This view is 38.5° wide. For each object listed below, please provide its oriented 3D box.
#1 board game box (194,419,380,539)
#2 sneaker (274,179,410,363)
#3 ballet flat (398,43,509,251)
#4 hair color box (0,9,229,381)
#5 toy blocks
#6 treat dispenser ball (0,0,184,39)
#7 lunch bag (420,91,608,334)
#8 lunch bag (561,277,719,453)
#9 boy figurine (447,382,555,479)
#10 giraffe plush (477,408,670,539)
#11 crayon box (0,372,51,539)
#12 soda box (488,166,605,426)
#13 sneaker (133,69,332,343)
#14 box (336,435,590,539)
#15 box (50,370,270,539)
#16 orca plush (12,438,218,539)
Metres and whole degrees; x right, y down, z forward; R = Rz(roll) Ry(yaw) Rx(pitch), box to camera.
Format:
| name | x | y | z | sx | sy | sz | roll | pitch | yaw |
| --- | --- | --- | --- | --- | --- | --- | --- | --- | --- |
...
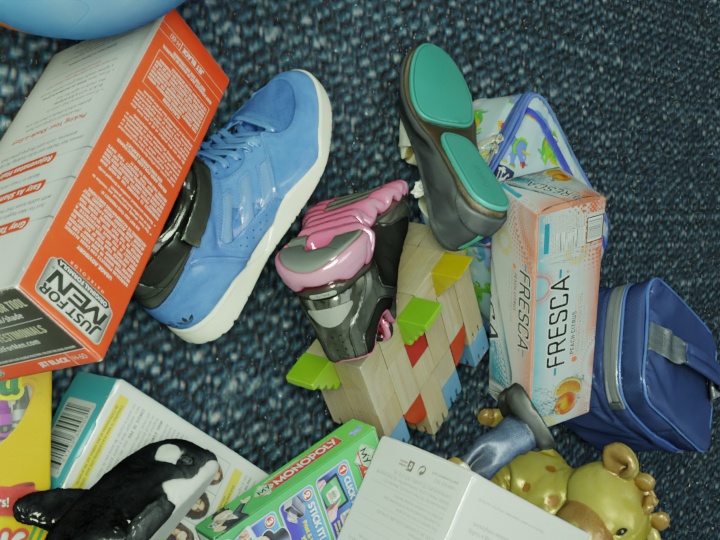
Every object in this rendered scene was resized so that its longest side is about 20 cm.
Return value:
| name | x | y | z | sx | sy | sz | roll | pitch | yaw |
| --- | --- | --- | --- | --- | --- | --- | --- | --- | --- |
| board game box | -0.019 | 0.222 | 0.697 | 0.134 | 0.029 | 0.203 | -30 | 113 | -32 |
| sneaker | 0.000 | 0.000 | 0.725 | 0.200 | 0.078 | 0.097 | -55 | 126 | -64 |
| ballet flat | 0.060 | -0.094 | 0.808 | 0.073 | 0.073 | 0.202 | 33 | 31 | -42 |
| hair color box | -0.151 | -0.043 | 0.545 | 0.061 | 0.100 | 0.202 | 50 | 42 | -36 |
| toy blocks | 0.036 | 0.066 | 0.804 | 0.201 | 0.099 | 0.138 | -51 | 138 | -35 |
| treat dispenser ball | -0.147 | -0.217 | 0.502 | 0.199 | 0.199 | 0.205 | -3 | 95 | -46 |
| lunch bag | 0.143 | -0.046 | 0.911 | 0.201 | 0.082 | 0.162 | 54 | 53 | -35 |
| lunch bag | 0.277 | 0.101 | 1.013 | 0.199 | 0.131 | 0.138 | 33 | 61 | -43 |
| boy figurine | 0.053 | 0.168 | 0.792 | 0.198 | 0.124 | 0.065 | -32 | 81 | -6 |
| giraffe plush | 0.181 | 0.219 | 0.904 | 0.172 | 0.161 | 0.202 | 40 | 64 | -40 |
| crayon box | -0.229 | 0.107 | 0.541 | 0.126 | 0.050 | 0.204 | -2 | 93 | -47 |
| soda box | 0.145 | 0.025 | 0.823 | 0.063 | 0.068 | 0.203 | -14 | 120 | -20 |
| sneaker | -0.093 | -0.065 | 0.657 | 0.111 | 0.076 | 0.202 | 45 | 67 | -49 |
| box | 0.042 | 0.230 | 0.662 | 0.124 | 0.097 | 0.202 | 32 | 78 | -33 |
| box | -0.116 | 0.148 | 0.665 | 0.200 | 0.049 | 0.083 | 43 | 63 | -39 |
| orca plush | -0.163 | 0.156 | 0.554 | 0.071 | 0.105 | 0.201 | 37 | 67 | 6 |
